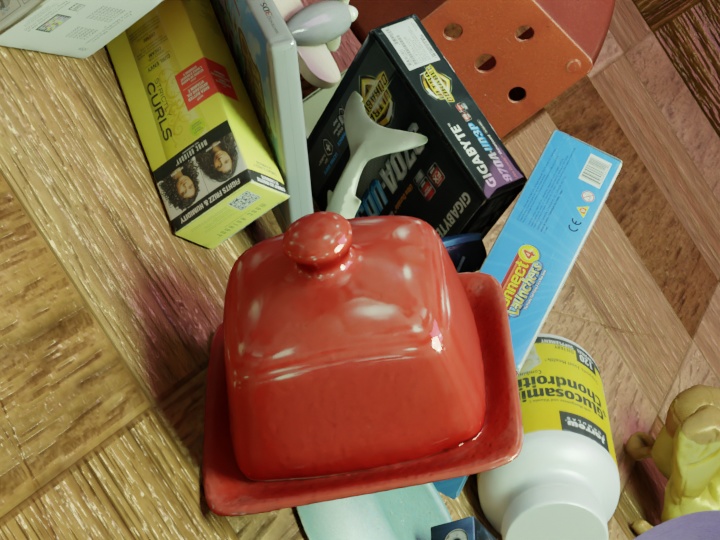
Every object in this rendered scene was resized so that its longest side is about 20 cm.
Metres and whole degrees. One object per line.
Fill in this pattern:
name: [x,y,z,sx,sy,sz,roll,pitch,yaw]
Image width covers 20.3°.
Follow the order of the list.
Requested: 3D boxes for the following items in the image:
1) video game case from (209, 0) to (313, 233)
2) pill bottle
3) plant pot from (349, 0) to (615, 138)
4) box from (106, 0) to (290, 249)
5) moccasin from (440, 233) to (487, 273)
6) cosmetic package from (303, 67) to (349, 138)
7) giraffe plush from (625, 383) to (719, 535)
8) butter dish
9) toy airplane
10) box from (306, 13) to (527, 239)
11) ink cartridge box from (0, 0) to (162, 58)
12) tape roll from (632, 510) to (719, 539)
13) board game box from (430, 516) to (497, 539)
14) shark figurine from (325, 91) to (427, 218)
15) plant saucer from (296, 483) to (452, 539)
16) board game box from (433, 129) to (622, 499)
video game case: [-0.077,-0.140,1.447,0.201,0.022,0.183,86,-17,-47]
pill bottle: [0.147,0.149,1.599,0.112,0.112,0.200,47,22,-27]
plant pot: [0.097,-0.222,1.710,0.200,0.200,0.177,41,27,-29]
box: [-0.121,-0.120,1.423,0.050,0.075,0.201,24,39,-56]
moccasin: [0.005,0.030,1.416,0.080,0.199,0.069,-11,-80,66]
cosmetic package: [0.025,-0.122,1.771,0.104,0.073,0.200,59,19,6]
giraffe plush: [0.339,0.181,1.931,0.172,0.201,0.162,23,25,-16]
butter dish: [-0.012,0.031,1.232,0.200,0.199,0.148,-93,170,-55]
toy airplane: [-0.083,-0.264,1.627,0.200,0.141,0.200,44,24,-34]
box: [0.033,-0.076,1.546,0.046,0.200,0.159,-24,73,-31]
ink cartridge box: [-0.223,-0.250,1.362,0.201,0.084,0.175,61,19,10]
tape roll: [0.239,0.275,1.498,0.066,0.200,0.201,48,22,-23]
board game box: [0.109,0.273,1.373,0.200,0.034,0.136,47,33,-45]
shark figurine: [-0.013,-0.012,1.492,0.089,0.128,0.216,20,-54,51]
plant saucer: [0.024,0.175,1.378,0.201,0.039,0.201,48,23,-27]
board game box: [0.104,0.034,1.450,0.056,0.196,0.201,27,56,5]
